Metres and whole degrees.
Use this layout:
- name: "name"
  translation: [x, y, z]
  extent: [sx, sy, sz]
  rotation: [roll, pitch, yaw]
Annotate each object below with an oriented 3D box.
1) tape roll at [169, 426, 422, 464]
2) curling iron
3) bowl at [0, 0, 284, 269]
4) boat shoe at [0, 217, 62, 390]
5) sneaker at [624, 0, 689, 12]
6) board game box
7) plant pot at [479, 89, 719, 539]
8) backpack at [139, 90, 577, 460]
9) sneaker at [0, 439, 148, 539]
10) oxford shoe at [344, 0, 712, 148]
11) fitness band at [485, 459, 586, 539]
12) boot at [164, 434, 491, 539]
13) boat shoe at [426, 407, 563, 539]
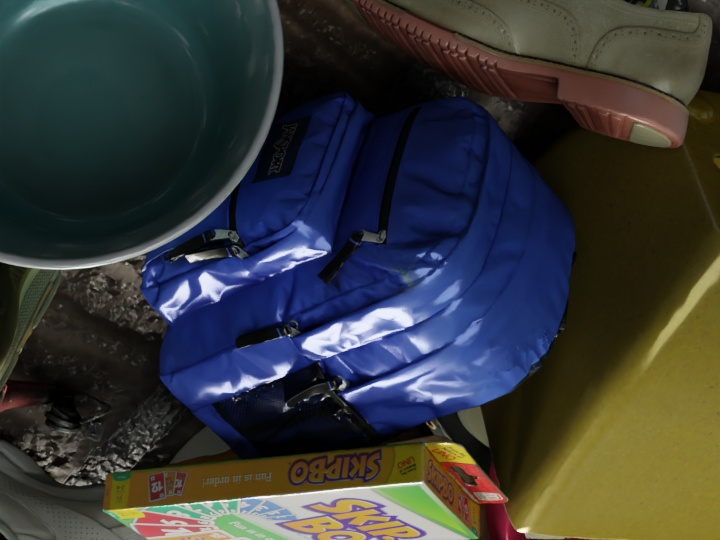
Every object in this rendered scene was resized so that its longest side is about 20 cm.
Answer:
- name: "tape roll"
  translation: [-0.039, 0.169, 1.048]
  extent: [0.201, 0.037, 0.204]
  rotation: [-7, 125, -11]
- name: "curling iron"
  translation: [-0.195, 0.070, 0.872]
  extent: [0.026, 0.049, 0.200]
  rotation: [-71, 160, -3]
- name: "bowl"
  translation: [-0.135, -0.089, 0.766]
  extent: [0.199, 0.202, 0.105]
  rotation: [-15, 169, -5]
- name: "boat shoe"
  translation: [-0.189, 0.009, 0.797]
  extent: [0.073, 0.201, 0.063]
  rotation: [13, 125, -10]
- name: "sneaker"
  translation: [0.132, -0.169, 0.847]
  extent: [0.076, 0.076, 0.201]
  rotation: [-12, 123, 14]
- name: "board game box"
  translation: [-0.027, 0.124, 0.846]
  extent: [0.198, 0.030, 0.096]
  rotation: [-10, 151, 19]
- name: "plant pot"
  translation: [0.186, 0.015, 0.874]
  extent: [0.193, 0.197, 0.201]
  rotation: [6, 137, -19]
- name: "backpack"
  translation: [0.000, 0.000, 0.821]
  extent: [0.199, 0.163, 0.168]
  rotation: [-16, 133, 32]
- name: "sneaker"
  translation: [-0.178, 0.173, 0.952]
  extent: [0.198, 0.100, 0.078]
  rotation: [17, 120, -9]
- name: "oxford shoe"
  translation: [0.085, -0.128, 0.821]
  extent: [0.199, 0.071, 0.074]
  rotation: [23, 87, 16]
- name: "fitness band"
  translation: [0.152, 0.131, 1.028]
  extent: [0.199, 0.037, 0.145]
  rotation: [9, 103, -46]
- name: "boot"
  translation: [-0.018, 0.140, 0.969]
  extent: [0.143, 0.071, 0.201]
  rotation: [-15, 149, 27]
- name: "boat shoe"
  translation: [0.095, 0.108, 1.030]
  extent: [0.074, 0.063, 0.202]
  rotation: [-50, 135, -14]
